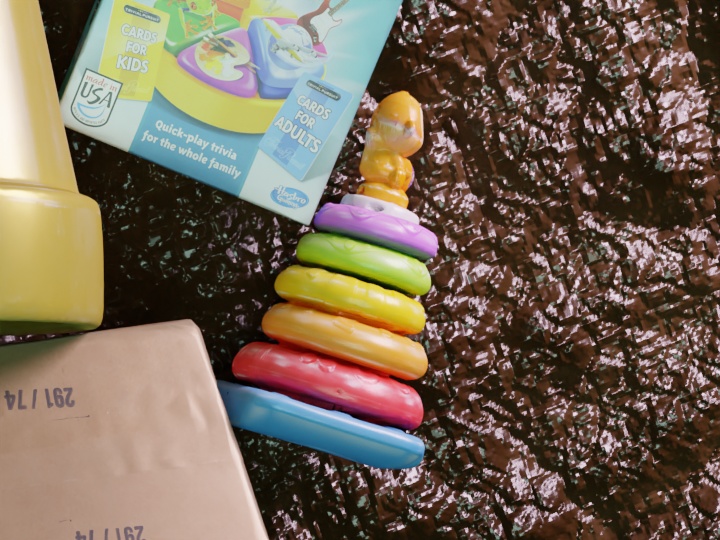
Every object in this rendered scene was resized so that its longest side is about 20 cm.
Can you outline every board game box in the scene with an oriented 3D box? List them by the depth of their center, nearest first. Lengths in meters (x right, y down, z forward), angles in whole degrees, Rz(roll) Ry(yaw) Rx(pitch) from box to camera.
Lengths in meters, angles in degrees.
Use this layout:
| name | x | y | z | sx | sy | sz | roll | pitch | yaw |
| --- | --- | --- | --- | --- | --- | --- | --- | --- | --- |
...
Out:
| name | x | y | z | sx | sy | sz | roll | pitch | yaw |
| --- | --- | --- | --- | --- | --- | --- | --- | --- | --- |
| board game box | -0.060 | -0.146 | 1.231 | 0.150 | 0.047 | 0.201 | 21 | 98 | -13 |

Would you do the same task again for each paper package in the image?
| name | x | y | z | sx | sy | sz | roll | pitch | yaw |
| --- | --- | --- | --- | --- | --- | --- | --- | --- | --- |
| paper package | -0.158 | 0.134 | 1.178 | 0.198 | 0.104 | 0.192 | -9 | 67 | -28 |

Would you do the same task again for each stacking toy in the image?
| name | x | y | z | sx | sy | sz | roll | pitch | yaw |
| --- | --- | --- | --- | --- | --- | --- | --- | --- | --- |
| stacking toy | 0.000 | 0.000 | 1.256 | 0.109 | 0.116 | 0.202 | 17 | 85 | -18 |

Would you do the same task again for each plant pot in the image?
| name | x | y | z | sx | sy | sz | roll | pitch | yaw |
| --- | --- | --- | --- | --- | --- | --- | --- | --- | --- |
| plant pot | -0.230 | -0.063 | 1.156 | 0.199 | 0.201 | 0.191 | -2 | 86 | -9 |
